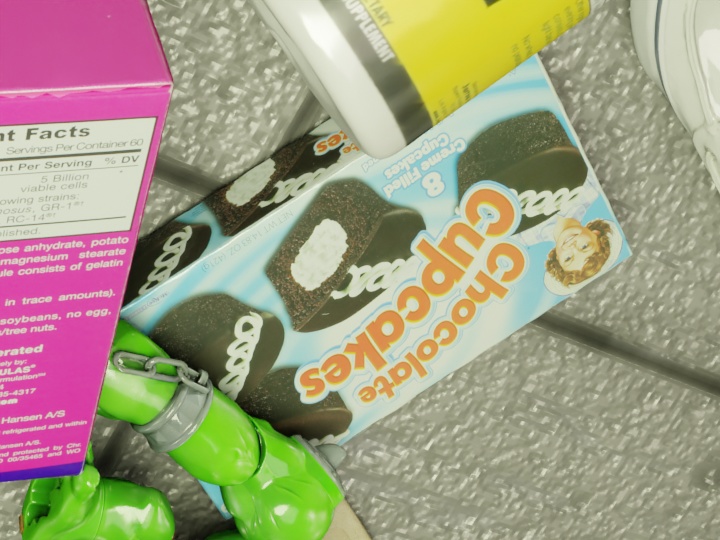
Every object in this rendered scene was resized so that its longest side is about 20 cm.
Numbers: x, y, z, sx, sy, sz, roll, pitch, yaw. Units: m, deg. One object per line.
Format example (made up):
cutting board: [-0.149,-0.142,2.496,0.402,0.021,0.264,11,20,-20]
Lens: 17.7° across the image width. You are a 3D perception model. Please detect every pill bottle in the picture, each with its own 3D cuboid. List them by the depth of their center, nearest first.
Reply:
pill bottle: [0.053,-0.140,0.811,0.200,0.114,0.114,-36,126,-1]

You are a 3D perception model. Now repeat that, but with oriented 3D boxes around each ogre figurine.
ogre figurine: [-0.073,0.125,0.887,0.120,0.098,0.201,9,83,-26]

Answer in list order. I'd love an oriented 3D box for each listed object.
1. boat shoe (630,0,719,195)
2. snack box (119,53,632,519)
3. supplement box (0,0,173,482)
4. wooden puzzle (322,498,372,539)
boat shoe: [0.172,-0.056,0.943,0.074,0.065,0.200,-35,127,-1]
snack box: [0.000,0.000,0.916,0.200,0.037,0.116,-33,127,-3]
supplement box: [-0.134,-0.024,0.764,0.103,0.101,0.200,-4,140,-22]
wooden puzzle: [-0.046,0.209,1.018,0.185,0.037,0.200,-33,127,-3]
